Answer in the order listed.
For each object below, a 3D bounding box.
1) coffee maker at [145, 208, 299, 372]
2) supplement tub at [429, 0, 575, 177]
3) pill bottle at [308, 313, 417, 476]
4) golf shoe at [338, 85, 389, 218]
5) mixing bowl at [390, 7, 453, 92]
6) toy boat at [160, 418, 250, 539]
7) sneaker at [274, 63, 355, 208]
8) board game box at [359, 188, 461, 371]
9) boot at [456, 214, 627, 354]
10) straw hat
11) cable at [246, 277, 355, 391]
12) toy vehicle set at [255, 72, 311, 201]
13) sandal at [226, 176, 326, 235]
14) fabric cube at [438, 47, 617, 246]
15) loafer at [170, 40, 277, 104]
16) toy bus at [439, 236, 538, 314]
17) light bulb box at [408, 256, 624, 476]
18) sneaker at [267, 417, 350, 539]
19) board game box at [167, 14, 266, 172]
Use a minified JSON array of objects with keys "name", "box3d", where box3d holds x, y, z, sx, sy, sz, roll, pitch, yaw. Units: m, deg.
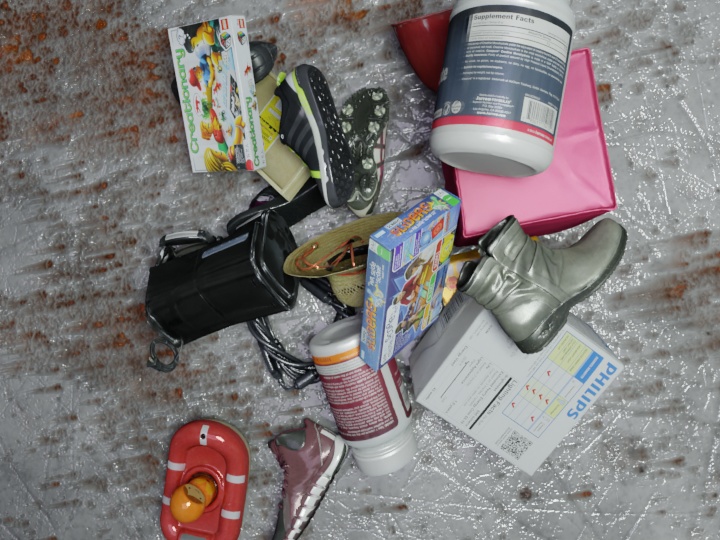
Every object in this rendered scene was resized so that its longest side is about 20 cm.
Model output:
[{"name":"coffee maker","box3d":[-0.189,0.029,0.885,0.195,0.134,0.198,-17,68,23]},{"name":"supplement tub","box3d":[0.156,-0.216,0.686,0.136,0.140,0.207,10,90,6]},{"name":"pill bottle","box3d":[0.008,0.176,0.896,0.111,0.114,0.206,-18,101,6]},{"name":"golf shoe","box3d":[0.004,-0.178,0.940,0.075,0.089,0.206,4,68,13]},{"name":"mixing bowl","box3d":[0.147,-0.312,0.877,0.194,0.201,0.112,-13,109,6]},{"name":"toy boat","box3d":[-0.239,0.326,0.927,0.126,0.131,0.207,8,90,6]},{"name":"sneaker","box3d":[-0.068,-0.178,0.861,0.081,0.071,0.206,-18,83,31]},{"name":"board game box","box3d":[0.059,0.015,0.782,0.034,0.204,0.134,33,48,28]},{"name":"boot","box3d":[0.209,-0.017,0.719,0.131,0.068,0.200,45,80,-10]},{"name":"straw hat","box3d":[0.000,0.000,0.853,0.195,0.202,0.087,-17,110,6]},{"name":"cable","box3d":[-0.089,0.070,0.954,0.159,0.051,0.205,-23,86,5]},{"name":"toy vehicle set","box3d":[-0.131,-0.213,0.939,0.125,0.026,0.200,-48,63,4]},{"name":"sandal","box3d":[-0.114,-0.105,0.958,0.196,0.076,0.049,-26,61,-2]},{"name":"fabric cube","box3d":[0.209,-0.149,0.849,0.190,0.199,0.207,-9,88,5]},{"name":"loafer","box3d":[-0.206,-0.295,0.950,0.196,0.071,0.069,-8,120,34]},{"name":"toy bus","box3d":[0.166,0.012,0.918,0.194,0.065,0.081,-13,88,6]},{"name":"light bulb box","box3d":[0.199,0.123,0.843,0.197,0.125,0.200,33,105,-10]},{"name":"sneaker","box3d":[-0.107,0.317,0.948,0.114,0.076,0.203,30,82,11]},{"name":"board game box","box3d":[-0.203,-0.245,0.895,0.123,0.034,0.207,3,108,32]}]
